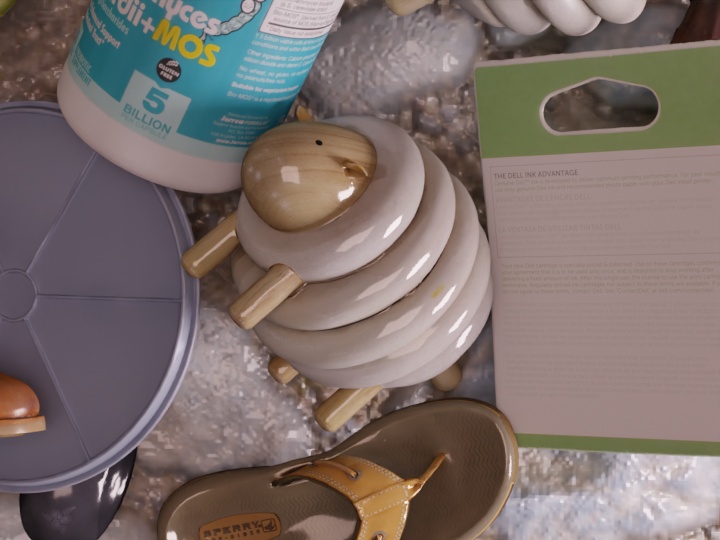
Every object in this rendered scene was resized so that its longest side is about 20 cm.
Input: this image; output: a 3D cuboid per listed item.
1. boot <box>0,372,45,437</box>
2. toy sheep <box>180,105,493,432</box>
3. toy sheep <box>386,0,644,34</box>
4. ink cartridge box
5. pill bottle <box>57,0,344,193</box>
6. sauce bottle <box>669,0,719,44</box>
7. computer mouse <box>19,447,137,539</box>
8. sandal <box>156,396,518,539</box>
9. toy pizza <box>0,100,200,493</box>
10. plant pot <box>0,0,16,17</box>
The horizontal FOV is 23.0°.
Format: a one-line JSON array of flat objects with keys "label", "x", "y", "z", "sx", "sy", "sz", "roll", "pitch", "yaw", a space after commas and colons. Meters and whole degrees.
[{"label": "boot", "x": -0.233, "y": -0.001, "z": 0.883, "sx": 0.200, "sy": 0.077, "sz": 0.155, "roll": 12, "pitch": 89, "yaw": 28}, {"label": "toy sheep", "x": 0.000, "y": 0.000, "z": 0.875, "sx": 0.138, "sy": 0.138, "sz": 0.200, "roll": -33, "pitch": 136, "yaw": 2}, {"label": "toy sheep", "x": 0.098, "y": -0.175, "z": 0.849, "sx": 0.200, "sy": 0.138, "sz": 0.138, "roll": -20, "pitch": 94, "yaw": 20}, {"label": "ink cartridge box", "x": 0.133, "y": -0.009, "z": 0.883, "sx": 0.146, "sy": 0.048, "sz": 0.200, "roll": -1, "pitch": 94, "yaw": 35}, {"label": "pill bottle", "x": -0.062, "y": -0.145, "z": 0.846, "sx": 0.111, "sy": 0.111, "sz": 0.200, "roll": 27, "pitch": 115, "yaw": -2}, {"label": "sauce bottle", "x": 0.188, "y": -0.082, "z": 0.904, "sx": 0.066, "sy": 0.066, "sz": 0.200, "roll": -2, "pitch": 96, "yaw": 0}, {"label": "computer mouse", "x": -0.142, "y": 0.052, "z": 0.927, "sx": 0.059, "sy": 0.034, "sz": 0.200, "roll": 9, "pitch": 93, "yaw": 0}, {"label": "sandal", "x": -0.014, "y": 0.123, "z": 0.911, "sx": 0.200, "sy": 0.054, "sz": 0.080, "roll": -15, "pitch": 92, "yaw": 9}, {"label": "toy pizza", "x": -0.170, "y": 0.013, "z": 0.909, "sx": 0.200, "sy": 0.032, "sz": 0.200, "roll": -1, "pitch": 87, "yaw": 19}, {"label": "plant pot", "x": -0.254, "y": -0.215, "z": 0.802, "sx": 0.200, "sy": 0.190, "sz": 0.200, "roll": -1, "pitch": 75, "yaw": 5}]
